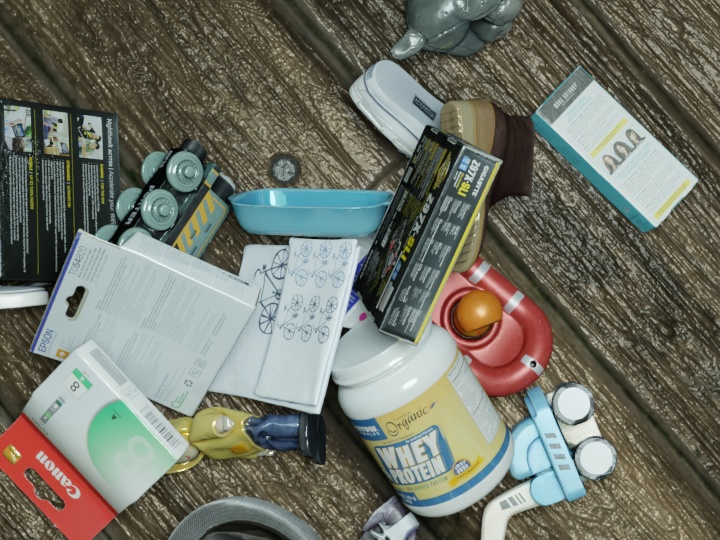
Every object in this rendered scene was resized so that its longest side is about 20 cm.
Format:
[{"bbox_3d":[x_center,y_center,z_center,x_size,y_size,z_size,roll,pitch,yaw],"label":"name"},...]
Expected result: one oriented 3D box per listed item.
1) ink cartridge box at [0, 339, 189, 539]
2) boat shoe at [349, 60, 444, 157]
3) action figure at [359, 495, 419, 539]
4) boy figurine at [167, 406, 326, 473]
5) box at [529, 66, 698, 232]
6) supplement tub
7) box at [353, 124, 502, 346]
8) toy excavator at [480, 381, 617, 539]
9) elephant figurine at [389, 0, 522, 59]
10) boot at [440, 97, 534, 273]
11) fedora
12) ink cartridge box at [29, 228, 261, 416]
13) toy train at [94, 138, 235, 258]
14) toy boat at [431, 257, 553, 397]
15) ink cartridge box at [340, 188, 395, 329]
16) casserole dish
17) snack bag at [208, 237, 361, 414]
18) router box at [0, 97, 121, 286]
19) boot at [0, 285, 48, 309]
[{"bbox_3d":[-0.307,0.200,1.162,0.200,0.050,0.161,-44,91,15],"label":"ink cartridge box"},{"bbox_3d":[0.071,-0.166,1.269,0.200,0.065,0.074,45,51,-17],"label":"boat shoe"},{"bbox_3d":[0.088,0.344,1.184,0.200,0.130,0.069,37,68,17],"label":"action figure"},{"bbox_3d":[-0.142,0.186,1.184,0.198,0.124,0.065,-7,65,11],"label":"boy figurine"},{"bbox_3d":[0.304,-0.145,1.291,0.200,0.049,0.082,44,82,2],"label":"box"},{"bbox_3d":[0.064,0.150,1.165,0.144,0.145,0.201,-35,106,-7],"label":"supplement tub"},{"bbox_3d":[0.063,-0.042,1.096,0.049,0.160,0.201,21,100,-16],"label":"box"},{"bbox_3d":[0.197,0.242,1.224,0.199,0.100,0.196,-23,83,6],"label":"toy excavator"},{"bbox_3d":[0.098,-0.364,1.278,0.141,0.155,0.201,-33,71,35],"label":"elephant figurine"},{"bbox_3d":[0.154,-0.095,1.228,0.166,0.072,0.202,5,84,-49],"label":"boot"},{"bbox_3d":[-0.129,0.337,1.179,0.199,0.090,0.178,25,84,-9],"label":"fedora"},{"bbox_3d":[-0.235,0.052,1.154,0.199,0.200,0.041,25,38,-13],"label":"ink cartridge box"},{"bbox_3d":[-0.219,-0.049,1.211,0.114,0.085,0.201,45,64,-36],"label":"toy train"},{"bbox_3d":[0.130,0.054,1.213,0.200,0.131,0.131,39,82,1],"label":"toy boat"},{"bbox_3d":[0.000,0.000,1.232,0.200,0.037,0.095,-46,45,-9],"label":"ink cartridge box"},{"bbox_3d":[-0.053,-0.066,1.214,0.198,0.121,0.039,2,104,13],"label":"casserole dish"},{"bbox_3d":[-0.091,0.053,1.184,0.021,0.199,0.190,23,77,-43],"label":"snack bag"},{"bbox_3d":[-0.346,-0.084,1.199,0.148,0.051,0.202,3,81,-40],"label":"router box"},{"bbox_3d":[-0.454,-0.001,1.205,0.198,0.073,0.091,0,89,-4],"label":"boot"}]
